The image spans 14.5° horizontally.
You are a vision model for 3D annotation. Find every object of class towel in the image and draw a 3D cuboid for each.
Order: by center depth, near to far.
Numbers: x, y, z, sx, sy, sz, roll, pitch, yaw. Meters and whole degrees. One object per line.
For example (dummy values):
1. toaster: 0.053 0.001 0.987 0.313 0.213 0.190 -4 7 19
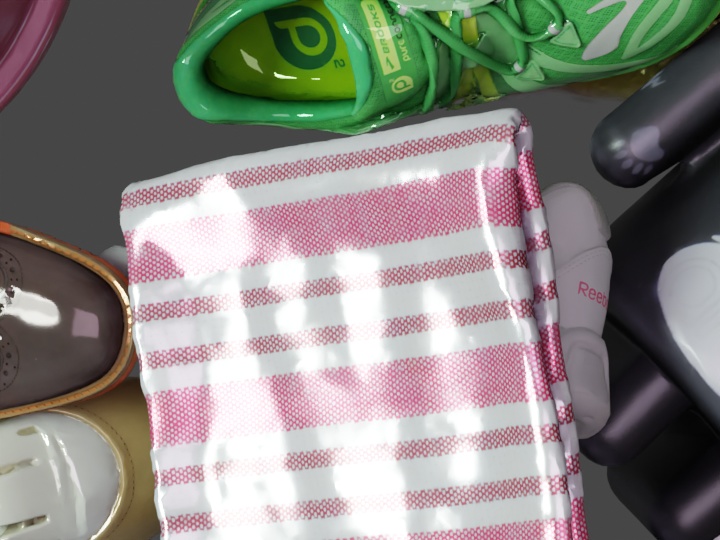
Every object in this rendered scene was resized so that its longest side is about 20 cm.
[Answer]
1. towel: -0.003 0.057 0.873 0.146 0.030 0.200 -10 83 28

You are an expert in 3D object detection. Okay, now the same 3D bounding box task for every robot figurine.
1. robot figurine: 0.154 0.002 0.955 0.200 0.150 0.125 -42 56 0

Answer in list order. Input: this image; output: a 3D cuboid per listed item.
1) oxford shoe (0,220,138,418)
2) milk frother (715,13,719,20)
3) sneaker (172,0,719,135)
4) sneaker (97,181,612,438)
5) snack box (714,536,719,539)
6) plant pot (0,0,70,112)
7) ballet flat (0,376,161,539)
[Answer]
1. oxford shoe: -0.172 0.016 0.931 0.200 0.073 0.071 3 94 12
2. milk frother: 0.134 -0.181 0.903 0.180 0.188 0.200 14 91 23
3. sneaker: 0.029 -0.078 0.927 0.200 0.084 0.074 -13 110 25
4. sneaker: 0.000 0.000 0.946 0.200 0.078 0.099 6 74 28
5. snack box: 0.219 0.085 1.012 0.200 0.024 0.072 -24 95 -2
6. plant pot: -0.190 -0.118 0.891 0.200 0.179 0.200 0 94 -3
7. ballet flat: -0.144 0.083 0.967 0.200 0.063 0.069 -13 96 -3
